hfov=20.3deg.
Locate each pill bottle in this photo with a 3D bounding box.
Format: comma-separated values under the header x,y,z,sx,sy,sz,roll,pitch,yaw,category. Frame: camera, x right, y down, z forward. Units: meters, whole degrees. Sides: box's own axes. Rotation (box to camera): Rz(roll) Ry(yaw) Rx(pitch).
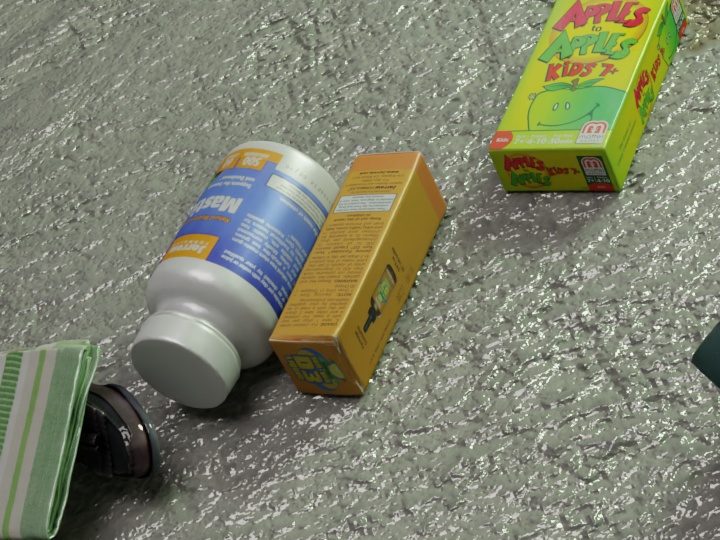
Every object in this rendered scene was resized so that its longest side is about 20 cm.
x,y,z,sx,sy,sz,roll,pitch,yaw,category
-0.098,0.005,1.561,0.112,0.112,0.200,3,48,32,pill bottle

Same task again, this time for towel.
x,y,z,sx,sy,sz,roll,pitch,yaw,category
-0.278,0.131,1.527,0.199,0.023,0.153,-7,65,43,towel

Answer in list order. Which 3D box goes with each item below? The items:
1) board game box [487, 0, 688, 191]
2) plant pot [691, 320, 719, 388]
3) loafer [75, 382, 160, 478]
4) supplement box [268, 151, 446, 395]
x,y,z,sx,sy,sz,roll,pitch,yaw,category
0.185,-0.150,1.615,0.101,0.048,0.200,1,47,31,board game box
0.325,0.039,1.245,0.200,0.200,0.135,-38,75,-12,plant pot
-0.221,0.115,1.535,0.063,0.072,0.200,-13,23,-30,loafer
0.000,0.000,1.546,0.068,0.067,0.200,-2,46,29,supplement box
